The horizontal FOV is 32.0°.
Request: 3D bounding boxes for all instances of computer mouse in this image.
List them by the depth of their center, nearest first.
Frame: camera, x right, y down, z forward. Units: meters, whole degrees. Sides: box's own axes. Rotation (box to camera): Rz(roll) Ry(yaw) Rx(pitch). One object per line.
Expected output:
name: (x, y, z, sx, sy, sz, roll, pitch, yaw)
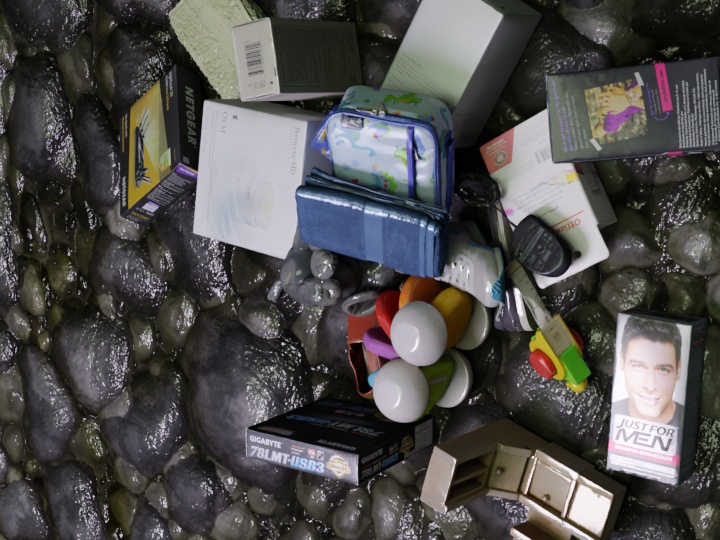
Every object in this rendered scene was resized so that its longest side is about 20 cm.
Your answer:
computer mouse: (0.194, -0.060, 1.594, 0.200, 0.034, 0.059, 46, 111, 29)

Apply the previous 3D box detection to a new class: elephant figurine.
elephant figurine: (0.000, 0.000, 1.746, 0.154, 0.197, 0.144, 27, 108, 52)

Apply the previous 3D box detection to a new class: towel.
towel: (0.016, -0.058, 1.594, 0.197, 0.049, 0.113, 16, 138, 14)
towel: (-0.208, -0.361, 1.914, 0.149, 0.036, 0.201, -47, 70, 32)

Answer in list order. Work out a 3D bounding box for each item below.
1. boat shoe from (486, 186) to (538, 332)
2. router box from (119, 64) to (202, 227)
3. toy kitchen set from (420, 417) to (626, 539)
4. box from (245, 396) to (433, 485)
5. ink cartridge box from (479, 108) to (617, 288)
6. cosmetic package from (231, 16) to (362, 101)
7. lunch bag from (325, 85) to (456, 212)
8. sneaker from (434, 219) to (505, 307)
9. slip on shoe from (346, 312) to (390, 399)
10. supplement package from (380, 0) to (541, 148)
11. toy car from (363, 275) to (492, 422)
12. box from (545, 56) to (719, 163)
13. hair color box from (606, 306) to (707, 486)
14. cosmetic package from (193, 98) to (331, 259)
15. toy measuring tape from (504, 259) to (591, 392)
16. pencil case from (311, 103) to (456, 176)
boat shoe: (0.186, -0.016, 1.661, 0.062, 0.072, 0.204, -9, 96, 32)
router box: (-0.310, -0.193, 1.947, 0.157, 0.052, 0.203, -35, 48, 34)
toy kitchen set: (0.202, 0.325, 1.632, 0.198, 0.179, 0.166, 27, 113, 34)
box: (-0.028, 0.235, 1.771, 0.197, 0.197, 0.051, 6, 101, 35)
ink cartridge box: (0.248, -0.092, 1.609, 0.116, 0.067, 0.203, -27, 80, 35)
cosmetic package: (-0.084, -0.290, 1.735, 0.072, 0.199, 0.106, -5, 93, 34)
lunch bag: (0.043, -0.133, 1.605, 0.158, 0.083, 0.202, 12, 134, 17)
sneaker: (0.135, -0.004, 1.629, 0.200, 0.079, 0.078, -125, 30, -65)
slip on shoe: (0.010, 0.088, 1.806, 0.073, 0.061, 0.204, -12, 84, 38)
supplement package: (0.126, -0.275, 1.638, 0.117, 0.117, 0.202, 40, 118, 24)
toy car: (0.072, 0.099, 1.695, 0.149, 0.174, 0.203, 28, 113, 30)
box: (0.323, -0.186, 1.473, 0.196, 0.122, 0.108, -3, 95, 15)
hair color box: (0.368, 0.155, 1.563, 0.098, 0.060, 0.204, 9, 101, 34)
cosmetic package: (-0.129, -0.136, 1.838, 0.198, 0.122, 0.203, 14, 105, 32)
toy measuring tape: (0.233, 0.074, 1.623, 0.073, 0.074, 0.201, -26, 104, 35)
pencil case: (0.031, -0.153, 1.708, 0.198, 0.078, 0.087, 32, 134, 1)
